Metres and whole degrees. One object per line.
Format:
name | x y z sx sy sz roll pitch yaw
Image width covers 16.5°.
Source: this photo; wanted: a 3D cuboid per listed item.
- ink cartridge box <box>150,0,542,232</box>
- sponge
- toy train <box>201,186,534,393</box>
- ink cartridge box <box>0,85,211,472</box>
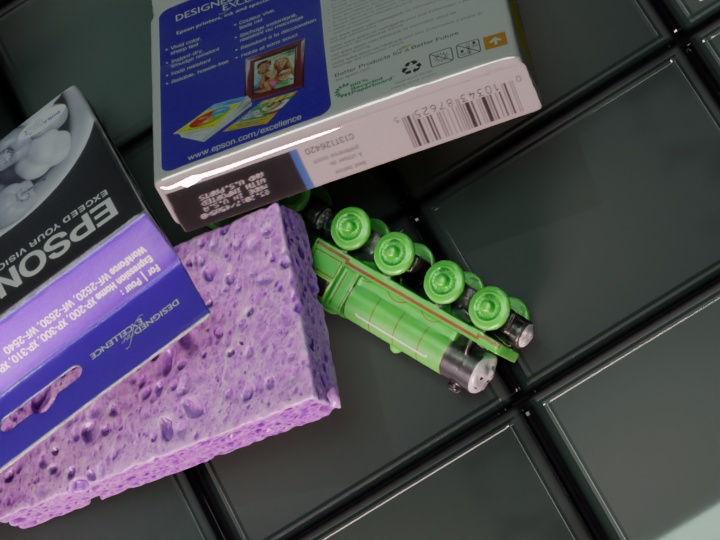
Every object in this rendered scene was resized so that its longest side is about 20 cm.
ink cartridge box | -0.014 -0.123 1.305 0.197 0.047 0.200 -20 36 10
sponge | -0.109 0.050 1.273 0.199 0.030 0.112 -22 63 23
toy train | 0.000 0.000 1.273 0.200 0.042 0.057 31 92 26
ink cartridge box | -0.191 0.018 1.286 0.198 0.043 0.200 -37 39 2
